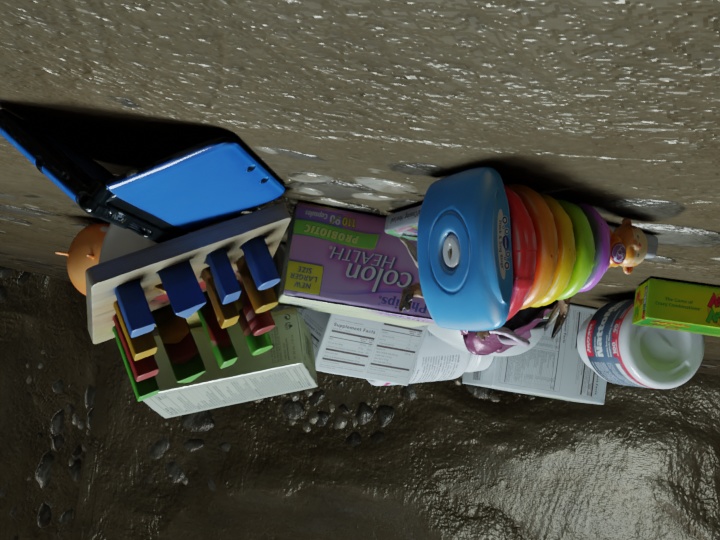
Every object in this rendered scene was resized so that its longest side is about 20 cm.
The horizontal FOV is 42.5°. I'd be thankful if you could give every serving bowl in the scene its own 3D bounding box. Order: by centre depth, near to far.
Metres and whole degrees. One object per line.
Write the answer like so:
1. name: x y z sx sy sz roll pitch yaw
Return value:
1. serving bowl: 0.169 0.078 1.350 0.196 0.067 0.200 13 -166 -3

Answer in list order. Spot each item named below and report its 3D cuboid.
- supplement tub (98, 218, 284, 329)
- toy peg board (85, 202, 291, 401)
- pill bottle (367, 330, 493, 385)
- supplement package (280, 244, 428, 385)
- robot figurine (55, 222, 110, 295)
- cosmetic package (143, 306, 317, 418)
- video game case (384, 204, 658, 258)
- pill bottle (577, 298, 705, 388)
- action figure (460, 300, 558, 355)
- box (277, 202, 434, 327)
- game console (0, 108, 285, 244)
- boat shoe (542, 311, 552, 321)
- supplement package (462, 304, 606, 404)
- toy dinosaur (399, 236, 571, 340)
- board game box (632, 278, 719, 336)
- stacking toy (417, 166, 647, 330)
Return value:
1. supplement tub: -0.198 0.003 1.115 0.198 0.149 0.144 14 172 -42
2. toy peg board: -0.162 0.042 0.925 0.197 0.099 0.199 -21 168 -22
3. pill bottle: 0.104 0.116 1.449 0.196 0.116 0.113 -2 179 -24
4. supplement package: -0.024 0.058 1.272 0.153 0.113 0.200 13 -167 -31
5. robot figurine: -0.363 -0.007 1.419 0.199 0.117 0.145 17 -146 -53
6. cosmetic package: -0.157 0.111 1.100 0.196 0.074 0.104 -11 156 3
7. video game case: 0.143 -0.033 0.869 0.196 0.023 0.182 11 173 -19
8. pill bottle: 0.378 0.100 1.287 0.117 0.122 0.200 9 174 -7
9. action figure: 0.174 0.066 1.121 0.132 0.151 0.201 22 147 -7
10. box: 0.000 0.000 1.035 0.172 0.099 0.200 10 175 -6
11. game console: -0.179 -0.095 0.792 0.170 0.119 0.200 40 179 11
12. boat shoe: 0.169 0.038 1.241 0.197 0.075 0.063 5 167 -9
13. supplement package: 0.293 0.131 1.543 0.196 0.154 0.152 10 173 -12
14. toy dinosaur: 0.121 0.012 0.851 0.134 0.088 0.198 4 -176 -40
15. board game box: 0.433 0.051 1.099 0.196 0.049 0.102 8 173 9
16. stacking toy: 0.152 -0.016 0.725 0.196 0.119 0.109 -1 177 -27
